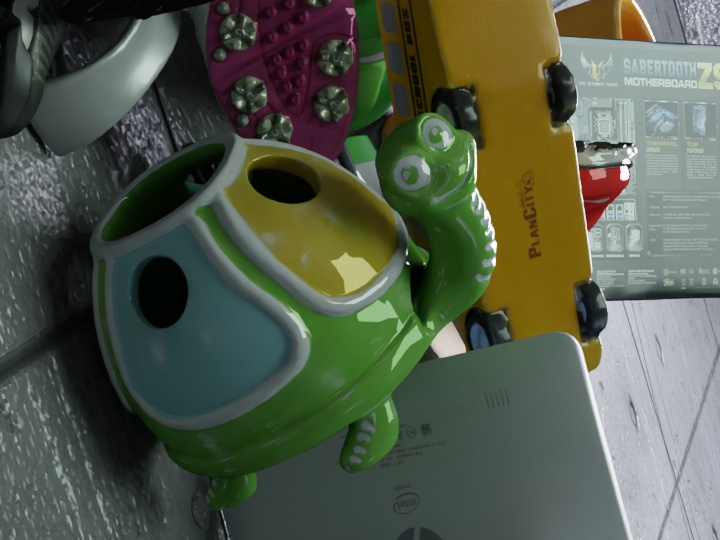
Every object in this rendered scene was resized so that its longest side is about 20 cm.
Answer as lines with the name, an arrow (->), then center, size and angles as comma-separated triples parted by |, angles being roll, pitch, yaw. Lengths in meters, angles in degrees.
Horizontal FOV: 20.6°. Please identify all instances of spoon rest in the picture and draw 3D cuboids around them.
spoon rest -> -0.112, -0.140, 0.925 | 0.200, 0.061, 0.099 | -86, 154, -42

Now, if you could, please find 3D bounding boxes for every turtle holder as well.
turtle holder -> -0.035, 0.011, 0.851 | 0.132, 0.185, 0.141 | 52, 56, -23

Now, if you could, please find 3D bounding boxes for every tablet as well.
tablet -> 0.025, 0.110, 0.912 | 0.014, 0.200, 0.130 | -17, 92, -62

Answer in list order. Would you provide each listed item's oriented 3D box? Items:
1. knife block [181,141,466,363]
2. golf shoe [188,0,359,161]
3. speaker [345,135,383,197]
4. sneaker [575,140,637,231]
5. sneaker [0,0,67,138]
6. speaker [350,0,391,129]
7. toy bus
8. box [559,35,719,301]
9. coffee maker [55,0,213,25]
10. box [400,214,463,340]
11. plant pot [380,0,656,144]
knife block -> 0.000, 0.000, 0.979 | 0.064, 0.200, 0.176 | 1, 105, -71
golf shoe -> -0.053, -0.142, 0.923 | 0.092, 0.075, 0.200 | -156, -130, -76
speaker -> -0.005, 0.033, 1.066 | 0.088, 0.088, 0.200 | -17, 92, -72
sneaker -> 0.101, -0.017, 1.054 | 0.200, 0.077, 0.085 | 117, -29, -75
sneaker -> -0.129, -0.135, 0.828 | 0.090, 0.066, 0.200 | 24, 48, -38
speaker -> -0.011, -0.131, 1.055 | 0.200, 0.088, 0.089 | 114, -36, -81
toy bus -> 0.061, -0.044, 0.939 | 0.078, 0.065, 0.200 | 22, -54, 60
box -> 0.181, -0.060, 1.208 | 0.200, 0.051, 0.158 | -2, 90, -32
coffee maker -> -0.078, -0.213, 0.796 | 0.192, 0.135, 0.200 | -22, 92, -77
box -> 0.033, 0.034, 1.168 | 0.078, 0.095, 0.200 | -58, 129, -64
plant pot -> 0.120, -0.070, 1.357 | 0.200, 0.183, 0.200 | -14, 90, -72
